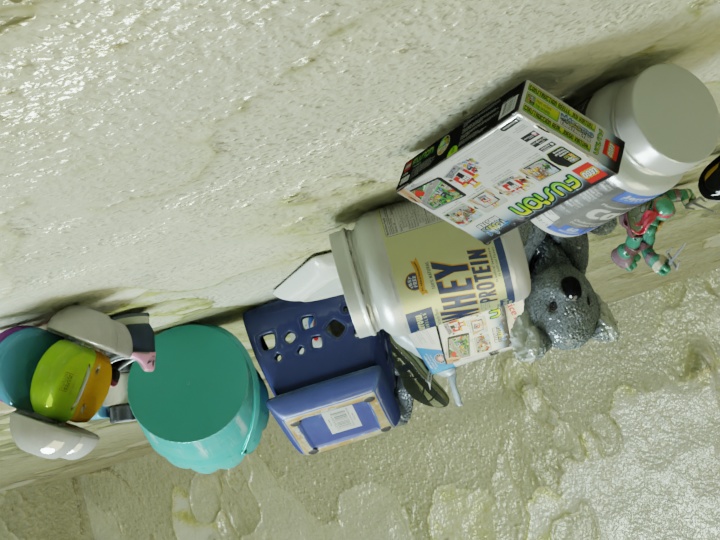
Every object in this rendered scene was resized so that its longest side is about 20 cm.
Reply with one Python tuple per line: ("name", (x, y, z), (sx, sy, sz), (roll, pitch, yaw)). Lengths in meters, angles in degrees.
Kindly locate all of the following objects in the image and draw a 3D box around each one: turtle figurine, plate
("turtle figurine", (0.436, -0.069, 1.834), (0.150, 0.101, 0.200), (-56, -176, -16))
("plate", (0.000, 0.000, 1.671), (0.199, 0.032, 0.200), (-13, 170, -23))

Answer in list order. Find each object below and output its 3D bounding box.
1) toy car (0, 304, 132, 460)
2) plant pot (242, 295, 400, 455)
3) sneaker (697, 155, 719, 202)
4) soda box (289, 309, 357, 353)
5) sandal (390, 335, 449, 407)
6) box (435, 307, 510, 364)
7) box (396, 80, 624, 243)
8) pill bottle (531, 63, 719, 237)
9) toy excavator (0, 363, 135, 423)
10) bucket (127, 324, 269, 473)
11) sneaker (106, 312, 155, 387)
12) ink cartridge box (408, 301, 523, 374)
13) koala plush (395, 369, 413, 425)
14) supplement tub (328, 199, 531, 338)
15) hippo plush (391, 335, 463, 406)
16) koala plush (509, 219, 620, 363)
("toy car", (-0.367, 0.122, 1.458), (0.149, 0.176, 0.200), (20, 172, 5))
("plant pot", (-0.047, 0.151, 1.834), (0.199, 0.180, 0.200), (-16, 147, 4))
("sneaker", (0.520, -0.153, 1.604), (0.200, 0.070, 0.090), (-22, 154, 31))
("soda box", (-0.055, 0.096, 2.039), (0.068, 0.064, 0.200), (-12, 170, -23))
("sandal", (0.099, 0.167, 2.206), (0.080, 0.201, 0.057), (-12, -150, 51))
("box", (0.163, 0.053, 1.890), (0.110, 0.035, 0.200), (-16, 132, 0))
("box", (0.130, -0.092, 1.120), (0.110, 0.035, 0.200), (29, 152, -20))
("pill bottle", (0.238, -0.111, 1.168), (0.113, 0.114, 0.200), (-12, 170, -26))
("toy excavator", (-0.430, 0.193, 1.907), (0.199, 0.100, 0.194), (-11, 172, 23))
("bucket", (-0.237, 0.182, 1.805), (0.206, 0.208, 0.135), (-16, 157, -3))
("sneaker", (-0.352, 0.118, 1.594), (0.199, 0.082, 0.070), (-20, 170, 21))
("ink cartridge box", (0.177, 0.067, 2.001), (0.199, 0.084, 0.145), (-19, 128, 17))
("koala plush", (-0.015, 0.178, 2.284), (0.199, 0.185, 0.177), (0, -160, -24))
("supplement tub", (0.077, -0.011, 1.382), (0.199, 0.146, 0.145), (-17, 171, 2))
("hippo plush", (0.154, 0.088, 2.146), (0.159, 0.200, 0.161), (32, 117, -28))
("koala plush", (0.256, 0.016, 1.640), (0.177, 0.201, 0.184), (-14, 165, -16))
